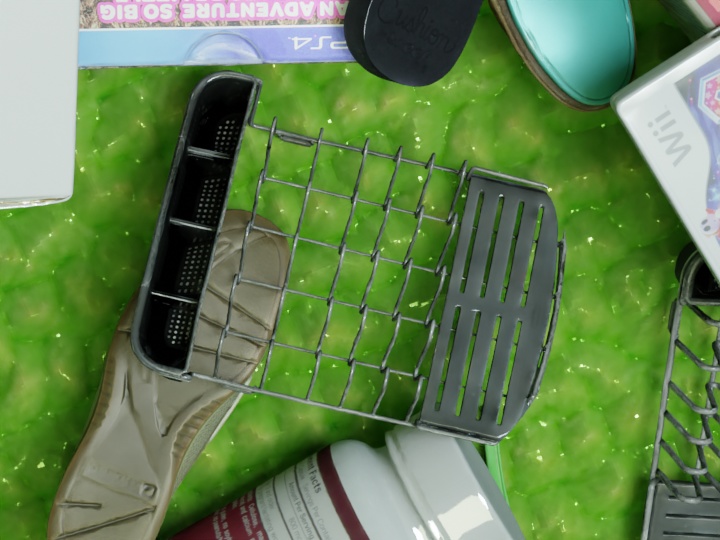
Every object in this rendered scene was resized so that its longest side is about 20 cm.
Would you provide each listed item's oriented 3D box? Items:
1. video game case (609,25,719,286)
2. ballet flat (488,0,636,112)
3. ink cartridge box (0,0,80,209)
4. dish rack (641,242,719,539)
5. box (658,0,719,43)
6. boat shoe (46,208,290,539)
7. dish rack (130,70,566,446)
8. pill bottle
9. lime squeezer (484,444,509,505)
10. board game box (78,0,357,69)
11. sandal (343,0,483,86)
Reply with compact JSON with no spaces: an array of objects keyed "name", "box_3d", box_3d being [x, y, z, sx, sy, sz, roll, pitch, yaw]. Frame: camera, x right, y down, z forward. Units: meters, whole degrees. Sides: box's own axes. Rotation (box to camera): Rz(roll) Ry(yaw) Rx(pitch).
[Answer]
[{"name":"video game case","box_3d":[0.232,-0.072,0.949,0.200,0.018,0.143,-33,109,5]},{"name":"ballet flat","box_3d":[0.067,-0.168,1.006,0.068,0.072,0.200,-37,108,-11]},{"name":"ink cartridge box","box_3d":[-0.180,-0.123,0.916,0.083,0.200,0.147,-2,110,-19]},{"name":"dish rack","box_3d":[0.226,0.079,1.100,0.153,0.055,0.201,4,107,-7]},{"name":"box","box_3d":[0.213,-0.133,1.004,0.109,0.128,0.200,-41,108,6]},{"name":"boat shoe","box_3d":[-0.098,0.062,1.066,0.073,0.063,0.201,23,87,-4]},{"name":"dish rack","box_3d":[0.000,0.000,1.020,0.199,0.055,0.154,13,75,-2]},{"name":"pill bottle","box_3d":[-0.021,0.157,1.072,0.200,0.114,0.114,-30,108,5]},{"name":"lime squeezer","box_3d":[0.106,0.168,1.120,0.200,0.038,0.071,51,125,1]},{"name":"board game box","box_3d":[-0.066,-0.200,0.968,0.159,0.097,0.201,-1,107,-6]},{"name":"sandal","box_3d":[0.053,-0.177,0.931,0.076,0.043,0.201,12,96,-34]}]
